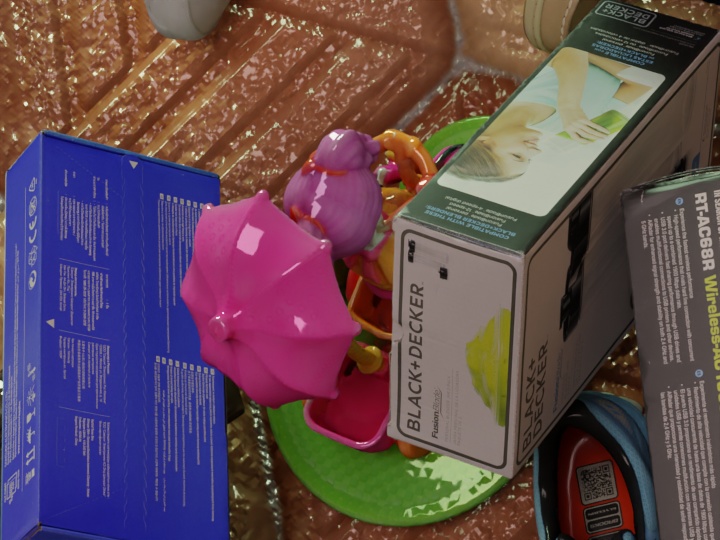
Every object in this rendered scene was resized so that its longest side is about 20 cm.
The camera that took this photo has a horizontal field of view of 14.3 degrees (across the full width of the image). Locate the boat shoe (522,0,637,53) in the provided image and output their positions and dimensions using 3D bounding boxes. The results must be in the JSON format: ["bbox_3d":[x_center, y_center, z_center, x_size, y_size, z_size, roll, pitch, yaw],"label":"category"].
[{"bbox_3d":[0.151,-0.174,1.310,0.064,0.071,0.200,38,92,24],"label":"boat shoe"}]

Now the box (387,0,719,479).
[{"bbox_3d":[0.084,-0.017,1.221,0.060,0.200,0.117,19,128,23],"label":"box"}]

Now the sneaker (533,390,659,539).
[{"bbox_3d":[0.108,0.147,1.245,0.078,0.090,0.201,-21,71,15],"label":"sneaker"}]

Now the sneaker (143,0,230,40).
[{"bbox_3d":[-0.034,-0.195,1.385,0.099,0.078,0.201,27,90,20],"label":"sneaker"}]

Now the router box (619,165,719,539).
[{"bbox_3d":[0.168,0.071,1.207,0.062,0.150,0.201,-11,74,19],"label":"router box"}]

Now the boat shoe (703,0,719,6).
[{"bbox_3d":[0.176,-0.148,1.261,0.199,0.072,0.073,22,93,-14],"label":"boat shoe"}]

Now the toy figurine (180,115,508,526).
[{"bbox_3d":[0.000,0.000,1.265,0.150,0.184,0.201,22,85,27],"label":"toy figurine"}]

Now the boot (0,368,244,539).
[{"bbox_3d":[-0.167,0.041,1.323,0.187,0.200,0.064,48,142,3],"label":"boot"}]

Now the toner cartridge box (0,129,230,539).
[{"bbox_3d":[-0.111,0.041,1.293,0.043,0.095,0.201,-41,43,47],"label":"toner cartridge box"}]
